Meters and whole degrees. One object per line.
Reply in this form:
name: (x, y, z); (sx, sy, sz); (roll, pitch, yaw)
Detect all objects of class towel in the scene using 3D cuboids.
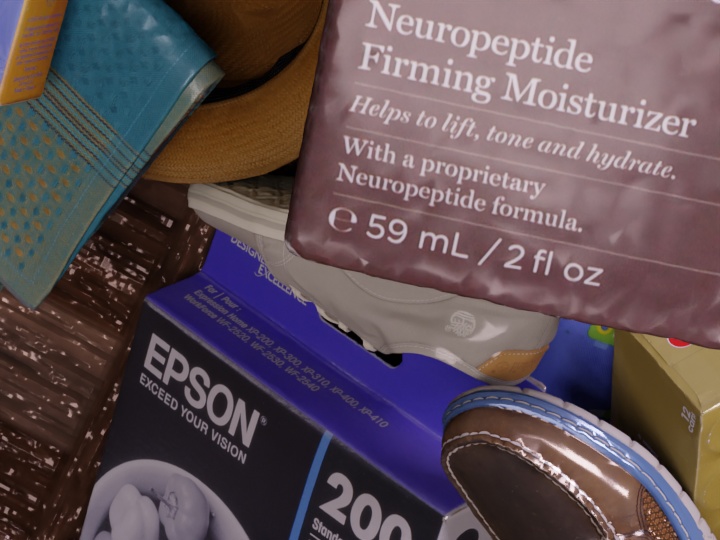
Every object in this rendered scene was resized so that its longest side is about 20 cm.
towel: (-0.162, -0.101, 0.963); (0.200, 0.022, 0.147); (46, 119, 7)

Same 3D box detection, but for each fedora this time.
fedora: (-0.068, -0.134, 0.973); (0.200, 0.082, 0.201); (7, 111, 18)

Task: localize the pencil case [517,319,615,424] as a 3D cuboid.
pencil case: (0.084, 0.046, 0.987); (0.087, 0.078, 0.200); (2, 126, -25)

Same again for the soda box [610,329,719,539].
soda box: (0.145, 0.094, 0.965); (0.068, 0.064, 0.200); (-21, 136, -17)

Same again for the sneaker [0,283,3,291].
sneaker: (-0.225, -0.014, 1.048); (0.200, 0.074, 0.118); (-38, 91, 18)

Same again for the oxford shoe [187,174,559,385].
oxford shoe: (0.000, 0.000, 0.957); (0.200, 0.075, 0.058); (21, 112, 40)

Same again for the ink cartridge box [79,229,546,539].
ink cartridge box: (-0.030, 0.092, 1.016); (0.198, 0.043, 0.201); (32, 116, 35)

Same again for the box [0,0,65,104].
box: (-0.154, -0.178, 0.896); (0.119, 0.041, 0.201); (23, 109, 15)

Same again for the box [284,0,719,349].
box: (0.076, -0.105, 0.818); (0.165, 0.164, 0.201); (12, 112, 2)

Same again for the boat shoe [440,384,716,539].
boat shoe: (0.101, 0.128, 0.902); (0.200, 0.072, 0.072); (43, 139, -12)
